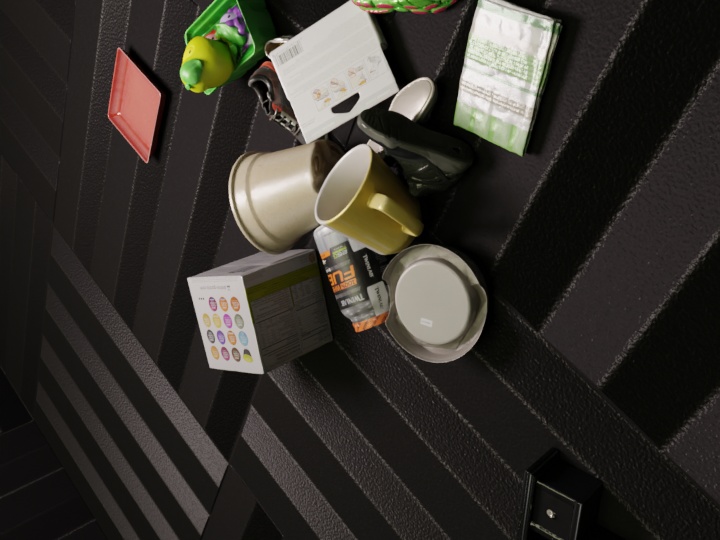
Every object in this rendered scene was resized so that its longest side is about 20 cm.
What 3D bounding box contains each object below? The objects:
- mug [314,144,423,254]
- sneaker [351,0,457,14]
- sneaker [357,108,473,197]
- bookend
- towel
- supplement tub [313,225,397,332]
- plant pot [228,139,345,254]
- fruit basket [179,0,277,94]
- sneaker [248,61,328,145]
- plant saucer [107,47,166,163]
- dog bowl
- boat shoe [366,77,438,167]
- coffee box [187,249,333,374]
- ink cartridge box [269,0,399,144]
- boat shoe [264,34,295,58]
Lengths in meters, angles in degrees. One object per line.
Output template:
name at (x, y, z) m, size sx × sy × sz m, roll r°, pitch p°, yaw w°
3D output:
mug at (0.025, -0.093, 1.281) m, size 0.149 × 0.152 × 0.189 m, roll -42°, pitch 31°, yaw 26°
sneaker at (0.069, -0.450, 1.197) m, size 0.196 × 0.076 × 0.086 m, roll 13°, pitch 96°, yaw 30°
sneaker at (0.075, -0.183, 1.245) m, size 0.195 × 0.077 × 0.115 m, roll 20°, pitch 137°, yaw -10°
bookend at (0.355, 0.426, 1.218) m, size 0.197 × 0.091 × 0.204 m, roll 22°, pitch 119°, yaw 38°
towel at (0.216, -0.292, 1.148) m, size 0.148 × 0.030 × 0.204 m, roll 35°, pitch 129°, yaw 35°
supplement tub at (0.000, 0.000, 1.404) m, size 0.121 × 0.121 × 0.205 m, roll -22°, pitch 89°, yaw 47°
plant pot at (-0.115, -0.151, 1.435) m, size 0.180 × 0.199 × 0.206 m, roll -15°, pitch 94°, yaw 36°
fruit basket at (-0.280, -0.428, 1.478) m, size 0.213 × 0.213 × 0.159 m, roll -22°, pitch 90°, yaw 47°
sneaker at (-0.144, -0.294, 1.451) m, size 0.201 × 0.082 × 0.077 m, roll 50°, pitch 137°, yaw -4°
plant saucer at (-0.543, -0.404, 1.877) m, size 0.200 × 0.036 × 0.202 m, roll 46°, pitch 133°, yaw 25°
dog bowl at (0.130, 0.050, 1.307) m, size 0.196 × 0.058 × 0.206 m, roll 9°, pitch 108°, yaw 29°
boat shoe at (0.076, -0.246, 1.294) m, size 0.200 × 0.056 × 0.068 m, roll -48°, pitch 58°, yaw 39°
coffee box at (-0.205, 0.082, 1.589) m, size 0.197 × 0.198 × 0.203 m, roll -2°, pitch 105°, yaw 46°
ink cartridge box at (-0.041, -0.342, 1.322) m, size 0.197 × 0.043 × 0.177 m, roll -25°, pitch 88°, yaw 22°
boat shoe at (-0.101, -0.386, 1.403) m, size 0.198 × 0.069 × 0.073 m, roll 32°, pitch 126°, yaw 34°
